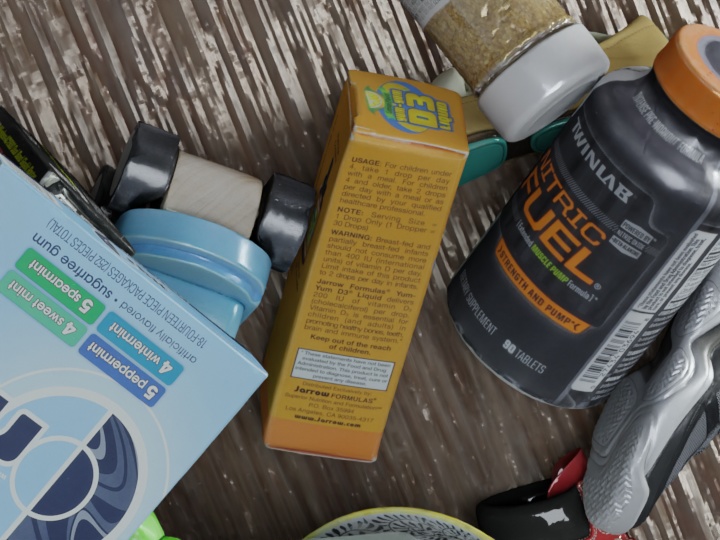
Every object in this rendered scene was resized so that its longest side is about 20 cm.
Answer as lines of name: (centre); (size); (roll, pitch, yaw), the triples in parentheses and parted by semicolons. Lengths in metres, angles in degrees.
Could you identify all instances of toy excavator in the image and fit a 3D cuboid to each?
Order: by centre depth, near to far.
toy excavator: (-0.117, 0.050, 1.540); (0.100, 0.194, 0.200); (21, 65, -11)

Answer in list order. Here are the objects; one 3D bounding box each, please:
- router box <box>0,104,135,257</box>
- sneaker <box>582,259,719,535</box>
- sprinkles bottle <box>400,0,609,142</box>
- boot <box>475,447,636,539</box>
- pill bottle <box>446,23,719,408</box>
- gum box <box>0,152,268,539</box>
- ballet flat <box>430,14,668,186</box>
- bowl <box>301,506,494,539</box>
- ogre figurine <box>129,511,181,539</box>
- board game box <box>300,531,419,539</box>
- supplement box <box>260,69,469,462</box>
router box: (-0.198, 0.004, 1.478); (0.150, 0.200, 0.062); (-45, 109, -1)
sneaker: (0.204, 0.069, 1.600); (0.114, 0.075, 0.200); (32, 76, -13)
sprinkles bottle: (0.043, -0.162, 1.532); (0.068, 0.068, 0.200); (-37, 82, -3)
boot: (0.164, 0.167, 1.624); (0.200, 0.072, 0.144); (-3, 96, -5)
pill bottle: (0.138, -0.032, 1.535); (0.106, 0.106, 0.200); (29, 120, -11)
gum box: (-0.171, 0.070, 1.371); (0.170, 0.045, 0.200); (40, 92, -26)
ballet flat: (0.075, -0.085, 1.589); (0.200, 0.069, 0.063); (-17, 72, -9)
bowl: (0.046, 0.216, 1.567); (0.201, 0.094, 0.201); (3, 97, 28)
ogre figurine: (-0.156, 0.144, 1.484); (0.120, 0.098, 0.200); (-46, 70, 11)
board game box: (-0.034, 0.237, 1.469); (0.148, 0.064, 0.200); (-3, 104, -28)
supplement box: (0.000, 0.000, 1.537); (0.069, 0.067, 0.200); (8, 124, -9)
